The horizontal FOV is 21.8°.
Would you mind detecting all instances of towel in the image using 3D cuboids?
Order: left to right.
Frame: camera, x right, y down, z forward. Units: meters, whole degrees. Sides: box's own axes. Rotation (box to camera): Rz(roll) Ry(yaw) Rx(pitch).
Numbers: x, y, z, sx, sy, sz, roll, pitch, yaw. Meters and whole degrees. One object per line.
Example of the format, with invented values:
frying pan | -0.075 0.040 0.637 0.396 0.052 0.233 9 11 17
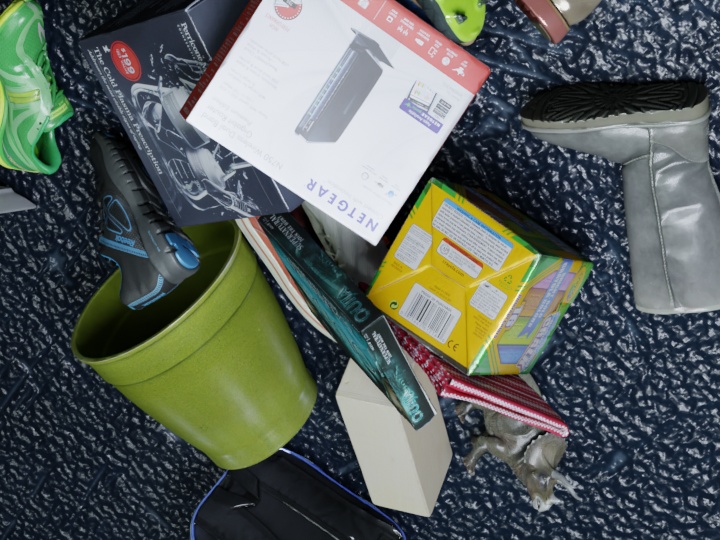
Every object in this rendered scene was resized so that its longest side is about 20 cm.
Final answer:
towel | 0.084 0.078 1.638 0.144 0.200 0.023 22 103 -33

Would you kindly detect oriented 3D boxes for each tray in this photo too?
tray | -0.441 -0.080 1.908 0.198 0.107 0.022 7 100 22

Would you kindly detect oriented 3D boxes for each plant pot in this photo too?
plant pot | -0.144 0.083 1.817 0.199 0.201 0.193 -20 121 33

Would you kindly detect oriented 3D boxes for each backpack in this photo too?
backpack | -0.077 0.298 1.905 0.199 0.183 0.147 37 149 12

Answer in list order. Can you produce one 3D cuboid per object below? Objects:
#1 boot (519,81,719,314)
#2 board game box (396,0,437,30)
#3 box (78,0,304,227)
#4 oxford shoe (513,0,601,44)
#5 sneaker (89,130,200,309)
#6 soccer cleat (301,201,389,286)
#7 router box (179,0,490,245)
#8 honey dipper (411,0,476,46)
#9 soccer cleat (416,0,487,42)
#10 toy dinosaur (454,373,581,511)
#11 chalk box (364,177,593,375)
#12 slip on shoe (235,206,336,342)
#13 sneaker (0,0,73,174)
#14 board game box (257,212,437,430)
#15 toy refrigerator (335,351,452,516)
boot | 0.236 -0.060 1.619 0.180 0.073 0.202 4 127 26
board game box | 0.000 -0.225 1.640 0.151 0.045 0.202 -8 115 29
box | -0.127 -0.155 1.672 0.181 0.104 0.201 -6 117 51
oxford shoe | 0.127 -0.287 1.543 0.075 0.070 0.201 -37 94 3
sneaker | -0.226 -0.052 1.775 0.082 0.201 0.073 -41 141 15
soccer cleat | 0.000 0.000 1.738 0.077 0.069 0.200 -42 106 -2
router box | -0.021 -0.150 1.564 0.199 0.049 0.180 32 94 -18
honey dipper | 0.016 -0.253 1.569 0.199 0.038 0.038 37 128 -3
soccer cleat | 0.038 -0.276 1.531 0.081 0.067 0.201 -7 118 52
toy dinosaur | 0.138 0.132 1.779 0.101 0.077 0.202 -19 89 20
chalk box | 0.114 0.009 1.642 0.124 0.200 0.125 34 102 21
slip on shoe | -0.042 -0.005 1.778 0.061 0.074 0.201 -33 100 22
sneaker | -0.313 -0.179 1.805 0.083 0.074 0.201 21 135 16
board game box | -0.012 0.039 1.629 0.200 0.028 0.136 47 169 48
toy refrigerator | 0.032 0.148 1.780 0.069 0.076 0.201 10 147 20
